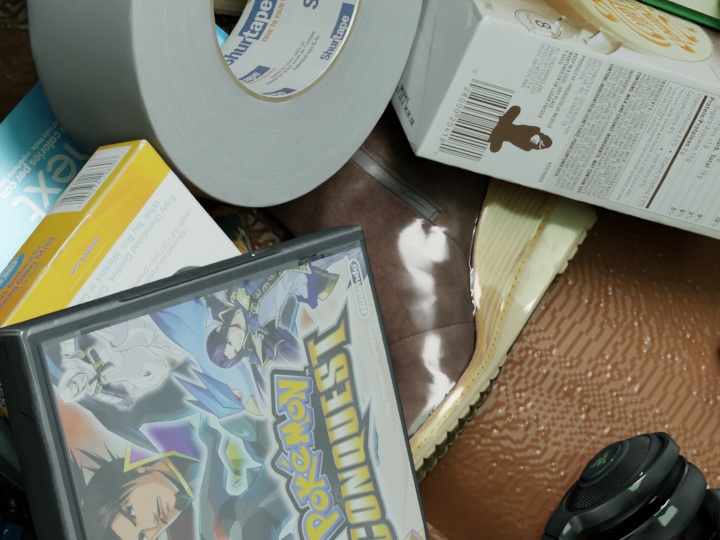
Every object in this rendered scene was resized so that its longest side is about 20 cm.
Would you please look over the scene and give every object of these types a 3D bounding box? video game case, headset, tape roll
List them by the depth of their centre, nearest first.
[{"bbox_3d":[-0.051,0.099,1.081,0.180,0.025,0.201,-18,99,-39],"label":"video game case"},{"bbox_3d":[-0.055,-0.132,1.147,0.200,0.066,0.201,-23,120,-48],"label":"tape roll"},{"bbox_3d":[0.156,0.121,1.271,0.123,0.094,0.200,27,87,-13],"label":"headset"}]

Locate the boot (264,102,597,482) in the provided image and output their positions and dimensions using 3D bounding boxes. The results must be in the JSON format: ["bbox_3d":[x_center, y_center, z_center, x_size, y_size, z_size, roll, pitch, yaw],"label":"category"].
[{"bbox_3d":[0.000,0.000,1.254,0.166,0.072,0.200,32,72,5],"label":"boot"}]

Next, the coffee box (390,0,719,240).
[{"bbox_3d":[0.117,-0.088,1.245,0.199,0.114,0.080,14,118,-23],"label":"coffee box"}]

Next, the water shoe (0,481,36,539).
[{"bbox_3d":[-0.170,0.119,1.148,0.200,0.071,0.079,-20,119,-19],"label":"water shoe"}]

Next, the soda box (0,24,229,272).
[{"bbox_3d":[-0.142,-0.044,1.211,0.068,0.064,0.200,41,70,-5],"label":"soda box"}]

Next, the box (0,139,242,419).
[{"bbox_3d":[-0.074,0.056,1.116,0.200,0.041,0.119,52,57,-28],"label":"box"}]

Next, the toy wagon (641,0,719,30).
[{"bbox_3d":[0.128,-0.173,1.284,0.199,0.155,0.040,18,113,-11],"label":"toy wagon"}]

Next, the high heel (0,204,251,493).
[{"bbox_3d":[-0.122,0.009,1.154,0.143,0.071,0.200,45,46,-24],"label":"high heel"}]

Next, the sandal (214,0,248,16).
[{"bbox_3d":[0.008,-0.164,1.270,0.211,0.070,0.078,-1,57,-15],"label":"sandal"}]
